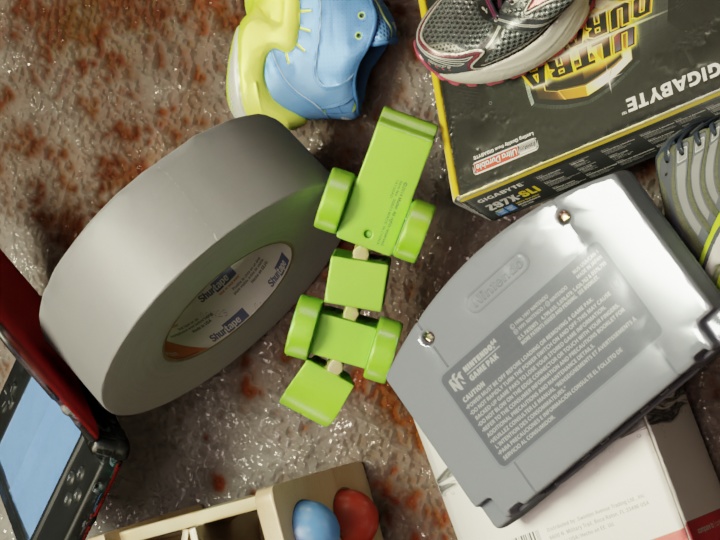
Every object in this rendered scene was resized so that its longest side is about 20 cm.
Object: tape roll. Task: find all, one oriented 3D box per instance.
[{"bbox_3d":[-0.101,-0.003,1.672,0.066,0.200,0.200,47,113,18],"label":"tape roll"}]

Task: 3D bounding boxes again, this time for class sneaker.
[{"bbox_3d":[0.204,-0.063,1.501,0.081,0.074,0.200,39,139,26],"label":"sneaker"},{"bbox_3d":[-0.023,-0.184,1.701,0.105,0.076,0.200,7,97,8],"label":"sneaker"},{"bbox_3d":[0.107,-0.183,1.554,0.200,0.075,0.081,-37,58,20],"label":"sneaker"}]

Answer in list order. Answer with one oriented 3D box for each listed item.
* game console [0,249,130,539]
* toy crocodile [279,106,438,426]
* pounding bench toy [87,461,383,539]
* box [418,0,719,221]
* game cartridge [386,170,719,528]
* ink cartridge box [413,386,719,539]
[{"bbox_3d":[-0.232,0.078,1.740,0.172,0.119,0.200,-63,28,18],"label":"game console"},{"bbox_3d":[0.000,0.000,1.631,0.067,0.062,0.200,15,101,0],"label":"toy crocodile"},{"bbox_3d":[-0.051,0.237,1.709,0.156,0.124,0.200,-17,87,27],"label":"pounding bench toy"},{"bbox_3d":[0.136,-0.138,1.596,0.200,0.049,0.160,-21,62,27],"label":"box"},{"bbox_3d":[0.111,0.040,1.558,0.200,0.040,0.133,-42,78,28],"label":"game cartridge"},{"bbox_3d":[0.128,0.117,1.629,0.147,0.083,0.200,-23,83,28],"label":"ink cartridge box"}]
